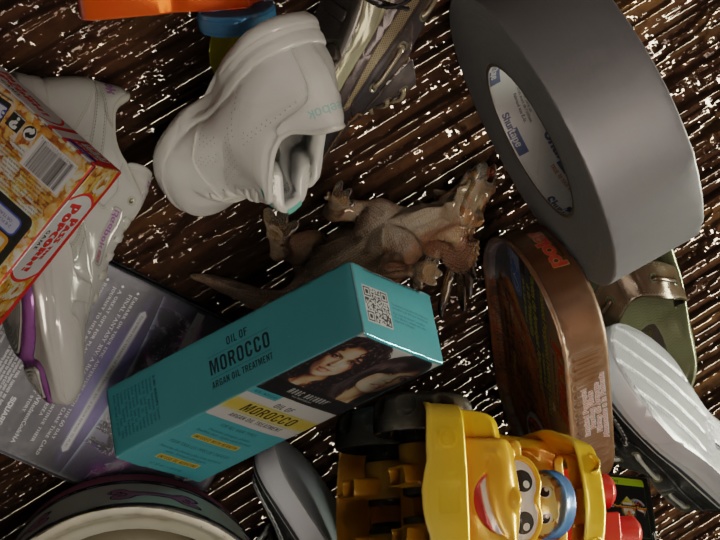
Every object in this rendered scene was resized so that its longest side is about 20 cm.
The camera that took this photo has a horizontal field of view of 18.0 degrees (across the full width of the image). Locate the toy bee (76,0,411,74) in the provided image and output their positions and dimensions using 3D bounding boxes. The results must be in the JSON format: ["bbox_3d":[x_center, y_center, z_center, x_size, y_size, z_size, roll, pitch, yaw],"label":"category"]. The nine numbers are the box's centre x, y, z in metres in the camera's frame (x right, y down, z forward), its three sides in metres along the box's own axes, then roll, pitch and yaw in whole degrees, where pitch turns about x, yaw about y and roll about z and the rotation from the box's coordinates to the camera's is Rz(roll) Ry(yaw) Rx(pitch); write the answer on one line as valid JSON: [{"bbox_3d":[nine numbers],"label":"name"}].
[{"bbox_3d":[-0.065,-0.176,1.352,0.199,0.109,0.131,18,114,1],"label":"toy bee"}]

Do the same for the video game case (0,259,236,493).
[{"bbox_3d":[-0.163,0.070,1.449,0.200,0.019,0.143,27,100,-27],"label":"video game case"}]

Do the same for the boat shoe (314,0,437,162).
[{"bbox_3d":[0.001,-0.127,1.398,0.073,0.075,0.200,19,109,-30],"label":"boat shoe"}]

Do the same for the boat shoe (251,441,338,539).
[{"bbox_3d":[-0.036,0.196,1.518,0.068,0.074,0.200,-23,130,9],"label":"boat shoe"}]

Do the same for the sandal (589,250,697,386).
[{"bbox_3d":[0.189,0.017,1.531,0.080,0.057,0.201,-29,120,-2],"label":"sandal"}]

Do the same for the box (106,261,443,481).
[{"bbox_3d":[-0.054,0.065,1.381,0.200,0.049,0.082,-28,149,30],"label":"box"}]

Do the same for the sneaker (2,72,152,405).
[{"bbox_3d":[-0.168,-0.019,1.362,0.099,0.075,0.201,-4,95,-25],"label":"sneaker"}]

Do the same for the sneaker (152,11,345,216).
[{"bbox_3d":[-0.063,-0.065,1.337,0.075,0.200,0.089,-20,74,-28],"label":"sneaker"}]

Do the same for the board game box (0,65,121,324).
[{"bbox_3d":[-0.259,-0.029,1.308,0.151,0.046,0.200,41,97,11],"label":"board game box"}]

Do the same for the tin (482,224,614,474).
[{"bbox_3d":[0.125,0.060,1.483,0.042,0.112,0.201,-19,131,-12],"label":"tin"}]

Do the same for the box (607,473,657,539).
[{"bbox_3d":[0.112,0.224,1.522,0.199,0.194,0.048,7,146,-21],"label":"box"}]

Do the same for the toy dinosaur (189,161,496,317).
[{"bbox_3d":[0.000,0.000,1.451,0.199,0.136,0.086,-22,76,12],"label":"toy dinosaur"}]

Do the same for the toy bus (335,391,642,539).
[{"bbox_3d":[0.088,0.150,1.395,0.191,0.200,0.136,3,79,-14],"label":"toy bus"}]

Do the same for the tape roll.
[{"bbox_3d":[0.130,-0.094,1.386,0.066,0.200,0.201,-29,118,-7],"label":"tape roll"}]

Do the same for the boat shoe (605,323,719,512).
[{"bbox_3d":[0.198,0.113,1.539,0.071,0.072,0.200,-21,130,29],"label":"boat shoe"}]

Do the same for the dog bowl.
[{"bbox_3d":[-0.148,0.219,1.465,0.199,0.074,0.201,-2,116,-5],"label":"dog bowl"}]
